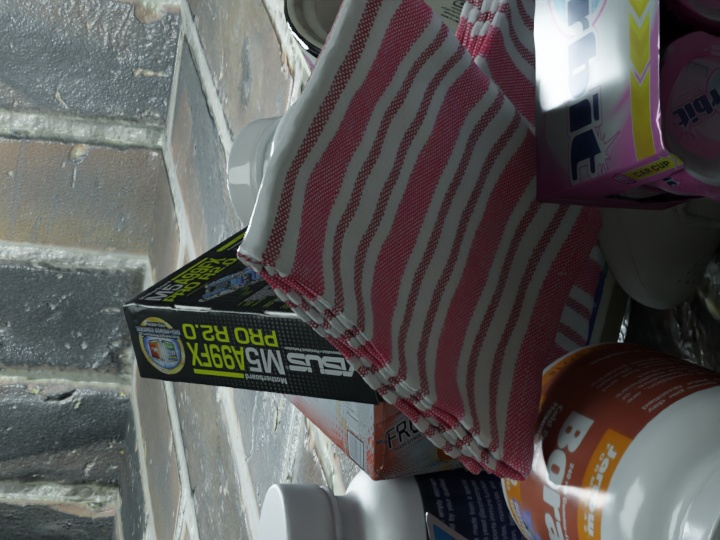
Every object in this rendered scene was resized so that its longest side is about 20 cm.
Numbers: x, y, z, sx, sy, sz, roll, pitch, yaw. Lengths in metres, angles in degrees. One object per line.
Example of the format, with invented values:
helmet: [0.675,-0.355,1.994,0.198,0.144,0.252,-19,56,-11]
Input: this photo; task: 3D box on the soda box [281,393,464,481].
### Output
soda box: [0.000,0.048,0.914,0.200,0.068,0.064,-146,53,-62]

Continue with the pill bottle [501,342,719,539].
pill bottle: [0.140,0.098,0.703,0.200,0.111,0.114,-159,74,-75]

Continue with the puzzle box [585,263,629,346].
puzzle box: [0.063,0.004,0.969,0.199,0.025,0.135,26,117,31]

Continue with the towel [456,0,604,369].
towel: [0.089,-0.057,0.812,0.030,0.146,0.202,0,64,40]

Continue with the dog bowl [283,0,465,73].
dog bowl: [0.057,-0.135,0.962,0.201,0.198,0.074,-106,6,-54]

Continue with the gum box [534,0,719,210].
gum box: [0.123,-0.123,0.691,0.113,0.065,0.203,158,113,-71]

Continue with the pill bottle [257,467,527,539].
pill bottle: [0.049,0.157,0.868,0.111,0.197,0.113,-176,90,-75]

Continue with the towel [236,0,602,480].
towel: [0.036,-0.018,0.690,0.030,0.200,0.148,0,59,38]

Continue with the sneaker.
sneaker: [0.160,-0.066,0.762,0.087,0.074,0.202,-117,33,-55]

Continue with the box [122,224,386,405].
box: [0.000,0.000,0.869,0.159,0.200,0.045,2,115,37]

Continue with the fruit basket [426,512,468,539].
fruit basket: [0.098,0.216,0.710,0.200,0.093,0.187,45,-151,-45]

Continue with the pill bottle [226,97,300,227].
pill bottle: [0.012,-0.067,1.078,0.198,0.110,0.113,-3,81,39]
